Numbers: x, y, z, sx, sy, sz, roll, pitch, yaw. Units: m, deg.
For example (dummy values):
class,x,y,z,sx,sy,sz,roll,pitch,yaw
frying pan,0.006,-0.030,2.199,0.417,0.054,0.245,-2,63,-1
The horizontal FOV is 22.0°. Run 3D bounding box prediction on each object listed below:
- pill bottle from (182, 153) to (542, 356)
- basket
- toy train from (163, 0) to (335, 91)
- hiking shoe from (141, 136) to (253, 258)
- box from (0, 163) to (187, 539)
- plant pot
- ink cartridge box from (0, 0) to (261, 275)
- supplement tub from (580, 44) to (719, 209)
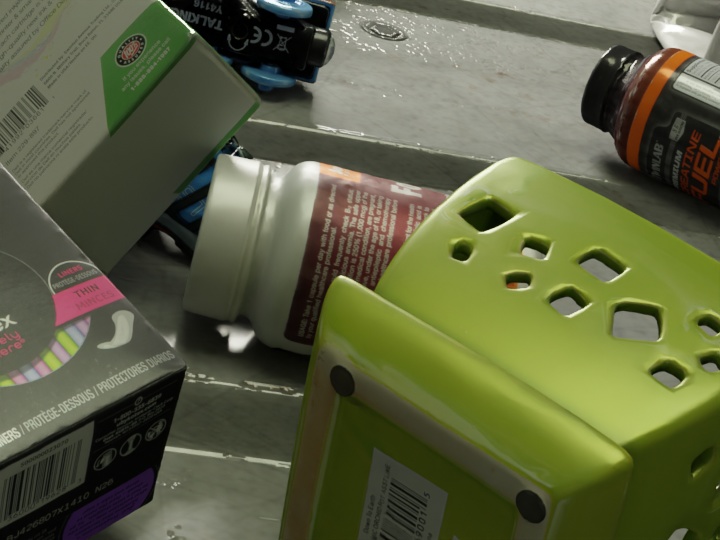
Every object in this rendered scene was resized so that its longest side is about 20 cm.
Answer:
class,x,y,z,sx,sy,sz,roll,pitch,yaw
pill bottle,0.000,0.000,1.108,0.198,0.115,0.114,14,26,-5
basket,0.379,-0.253,1.810,0.122,0.136,0.200,15,25,-11
toy train,-0.116,-0.209,1.499,0.198,0.087,0.114,14,20,-3
hiking shoe,-0.091,-0.052,1.192,0.198,0.087,0.075,16,26,1
box,-0.193,0.036,0.870,0.122,0.107,0.200,-27,60,-37
plant pot,0.074,0.091,0.887,0.198,0.201,0.181,31,37,29
ink cartridge box,-0.178,-0.117,1.134,0.200,0.145,0.087,43,1,38
supplement tub,0.280,-0.113,1.504,0.199,0.108,0.107,28,28,25
